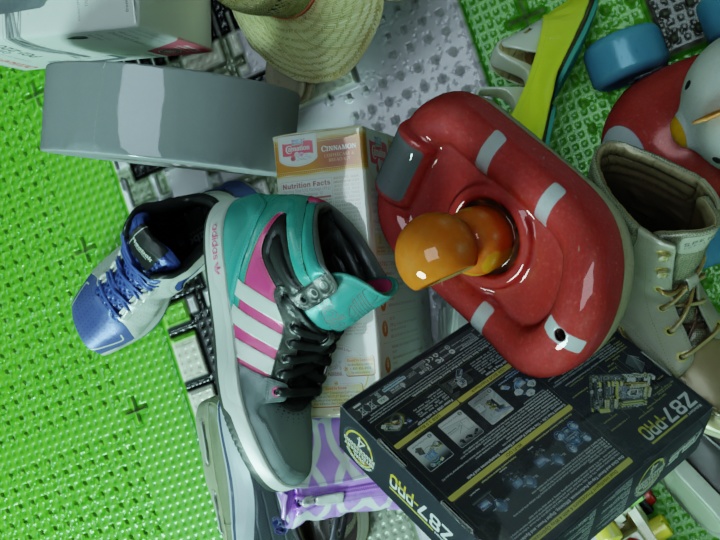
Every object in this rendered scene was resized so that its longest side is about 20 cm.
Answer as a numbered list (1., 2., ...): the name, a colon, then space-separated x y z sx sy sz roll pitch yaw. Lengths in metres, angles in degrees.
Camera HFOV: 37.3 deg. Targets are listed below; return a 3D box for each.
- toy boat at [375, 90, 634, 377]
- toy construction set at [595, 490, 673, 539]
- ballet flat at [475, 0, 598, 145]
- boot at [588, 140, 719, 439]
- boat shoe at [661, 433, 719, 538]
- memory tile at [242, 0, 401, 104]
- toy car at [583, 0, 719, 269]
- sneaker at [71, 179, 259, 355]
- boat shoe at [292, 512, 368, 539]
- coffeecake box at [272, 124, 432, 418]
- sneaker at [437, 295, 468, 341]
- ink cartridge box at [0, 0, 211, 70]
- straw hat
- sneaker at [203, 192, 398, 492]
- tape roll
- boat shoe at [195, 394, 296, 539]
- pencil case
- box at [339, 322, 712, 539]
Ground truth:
1. toy boat: 0.073 -0.017 0.678 0.200 0.130 0.132 43 129 24
2. toy construction set: 0.197 0.212 0.777 0.091 0.131 0.203 -21 85 16
3. ballet flat: 0.121 -0.134 0.791 0.066 0.067 0.202 20 70 2
4. boot: 0.218 0.017 0.719 0.072 0.155 0.200 -36 67 -19
5. boat shoe: 0.223 0.103 0.803 0.060 0.072 0.202 -36 75 -10
6. memory tile: -0.037 -0.238 0.847 0.199 0.017 0.155 -36 76 45
7. toy car: 0.245 -0.103 0.720 0.175 0.200 0.187 -20 85 16
8. sneaker: -0.178 -0.010 0.892 0.198 0.115 0.081 -36 81 14
9. boat shoe: -0.038 0.143 0.880 0.071 0.065 0.204 -9 89 16
10. coffeecake box: 0.000 0.000 0.818 0.072 0.153 0.204 -4 90 18
11. sneaker: 0.110 -0.024 0.837 0.079 0.076 0.204 6 88 -8
12. ink cartridge box: -0.241 -0.223 0.889 0.197 0.145 0.086 0 93 17
13. straw hat: -0.076 -0.238 0.813 0.199 0.084 0.205 17 114 42
14. sneaker: -0.030 0.040 0.709 0.119 0.083 0.204 -13 86 30
15. tape roll: -0.147 -0.115 0.836 0.197 0.200 0.067 6 94 16
16. boat shoe: -0.092 0.199 0.905 0.061 0.071 0.204 -13 83 41
17. pencil case: 0.026 0.144 0.815 0.197 0.085 0.085 -9 102 -10
18. box: 0.109 0.102 0.706 0.161 0.199 0.050 38 143 33
